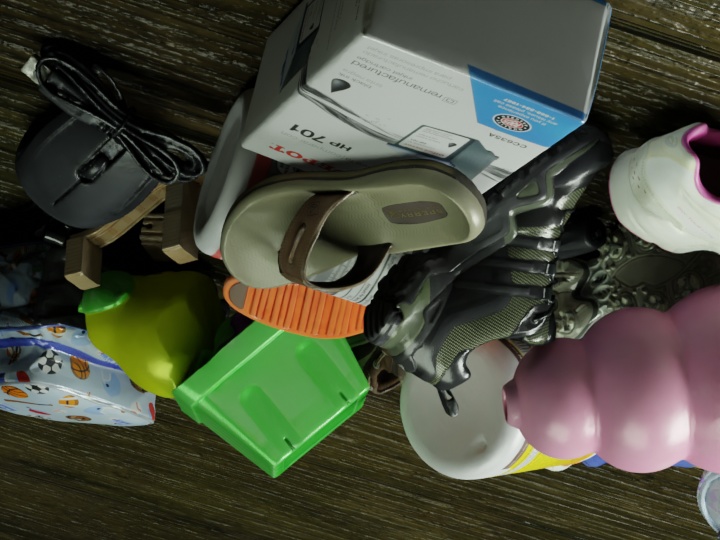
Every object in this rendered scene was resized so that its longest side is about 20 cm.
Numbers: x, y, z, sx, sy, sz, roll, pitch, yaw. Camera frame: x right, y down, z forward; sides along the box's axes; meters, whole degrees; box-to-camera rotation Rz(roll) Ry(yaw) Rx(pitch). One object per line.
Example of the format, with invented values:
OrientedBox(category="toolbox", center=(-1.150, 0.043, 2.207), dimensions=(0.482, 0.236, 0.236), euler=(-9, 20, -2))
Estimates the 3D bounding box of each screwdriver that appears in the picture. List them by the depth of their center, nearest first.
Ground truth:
OrientedBox(category="screwdriver", center=(0.102, -0.012, 1.701), dimensions=(0.028, 0.029, 0.200), euler=(27, 154, -31))

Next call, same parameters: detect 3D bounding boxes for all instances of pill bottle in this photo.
OrientedBox(category="pill bottle", center=(0.000, -0.038, 1.575), dimensions=(0.200, 0.116, 0.116), euler=(18, 158, -13))
OrientedBox(category="pill bottle", center=(0.124, 0.094, 1.775), dimensions=(0.109, 0.109, 0.200), euler=(-3, 179, 35))

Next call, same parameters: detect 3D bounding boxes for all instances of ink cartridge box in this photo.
OrientedBox(category="ink cartridge box", center=(0.035, -0.115, 1.409), dimensions=(0.146, 0.086, 0.200), euler=(20, 156, -16))

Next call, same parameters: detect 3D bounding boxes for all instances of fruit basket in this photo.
OrientedBox(category="fruit basket", center=(-0.100, 0.053, 1.772), dimensions=(0.216, 0.155, 0.216), euler=(50, 173, 8))

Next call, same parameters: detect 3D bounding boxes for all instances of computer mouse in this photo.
OrientedBox(category="computer mouse", center=(-0.195, -0.075, 1.647), dimensions=(0.138, 0.053, 0.200), euler=(37, 157, -9))

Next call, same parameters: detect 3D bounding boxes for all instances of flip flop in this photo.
OrientedBox(category="flip flop", center=(-0.011, -0.018, 1.455), dimensions=(0.200, 0.058, 0.081), euler=(-8, 138, 38))

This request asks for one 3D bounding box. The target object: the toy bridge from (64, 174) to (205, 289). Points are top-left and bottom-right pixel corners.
OrientedBox(category="toy bridge", center=(-0.128, -0.039, 1.703), dimensions=(0.200, 0.067, 0.027), euler=(-13, 150, 26))

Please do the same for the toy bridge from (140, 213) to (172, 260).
OrientedBox(category="toy bridge", center=(-0.067, -0.025, 1.744), dimensions=(0.200, 0.027, 0.067), euler=(5, 157, 17))

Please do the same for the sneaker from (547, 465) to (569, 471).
OrientedBox(category="sneaker", center=(0.127, 0.097, 1.927), dimensions=(0.200, 0.073, 0.077), euler=(25, 134, -37))

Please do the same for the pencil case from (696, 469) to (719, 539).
OrientedBox(category="pencil case", center=(0.310, 0.106, 1.637), dimensions=(0.091, 0.200, 0.083), euler=(31, 143, 11))

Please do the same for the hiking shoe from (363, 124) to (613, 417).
OrientedBox(category="hiking shoe", center=(0.096, -0.004, 1.511), dimensions=(0.101, 0.200, 0.076), euler=(46, 178, -18))

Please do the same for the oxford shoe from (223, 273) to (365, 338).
OrientedBox(category="oxford shoe", center=(0.000, 0.000, 1.671), dimensions=(0.200, 0.073, 0.071), euler=(1, 146, -15))

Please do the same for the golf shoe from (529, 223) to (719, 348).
OrientedBox(category="golf shoe", center=(0.204, 0.009, 1.665), dimensions=(0.097, 0.078, 0.200), euler=(2, 170, -35))

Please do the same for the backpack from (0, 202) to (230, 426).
OrientedBox(category="backpack", center=(-0.239, 0.044, 1.888), dimensions=(0.190, 0.154, 0.200), euler=(5, 163, 47))

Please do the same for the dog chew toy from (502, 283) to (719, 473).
OrientedBox(category="dog chew toy", center=(0.191, 0.075, 1.533), dimensions=(0.200, 0.125, 0.125), euler=(-6, 159, -4))

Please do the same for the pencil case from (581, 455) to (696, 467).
OrientedBox(category="pencil case", center=(0.271, 0.124, 1.873), dimensions=(0.200, 0.078, 0.087), euler=(4, 178, 20))

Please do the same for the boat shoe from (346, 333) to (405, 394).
OrientedBox(category="boat shoe", center=(0.043, 0.051, 1.801), dimensions=(0.075, 0.075, 0.202), euler=(-20, 174, -18))

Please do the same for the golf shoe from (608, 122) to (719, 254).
OrientedBox(category="golf shoe", center=(0.258, -0.037, 1.492), dimensions=(0.200, 0.075, 0.092), euler=(16, 151, -17))
